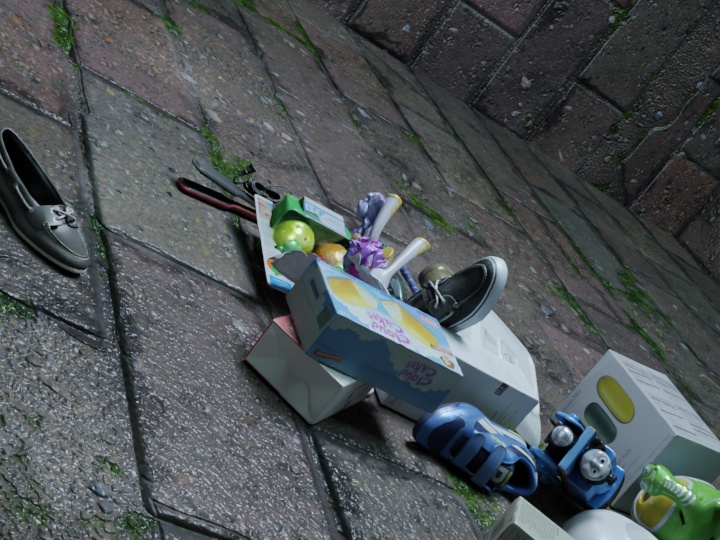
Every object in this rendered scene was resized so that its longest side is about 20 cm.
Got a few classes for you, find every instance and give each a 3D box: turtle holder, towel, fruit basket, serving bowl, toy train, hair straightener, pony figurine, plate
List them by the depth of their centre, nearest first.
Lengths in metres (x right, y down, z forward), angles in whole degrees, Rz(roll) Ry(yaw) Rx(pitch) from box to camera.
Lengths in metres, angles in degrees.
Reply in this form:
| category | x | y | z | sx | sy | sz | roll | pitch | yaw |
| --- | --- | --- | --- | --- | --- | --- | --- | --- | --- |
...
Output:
| category | x | y | z | sx | sy | sz | roll | pitch | yaw |
| --- | --- | --- | --- | --- | --- | --- | --- | --- | --- |
| serving bowl | 0.355 | 0.380 | 1.609 | 0.200 | 0.066 | 0.200 | 35 | 19 | -13 |
| pony figurine | 0.000 | 0.000 | 1.618 | 0.166 | 0.201 | 0.193 | 10 | -29 | 35 |
| toy train | 0.295 | 0.259 | 1.669 | 0.114 | 0.087 | 0.200 | 35 | -11 | 21 |
| turtle holder | 0.438 | 0.351 | 1.721 | 0.185 | 0.141 | 0.132 | 20 | 5 | -45 |
| fruit basket | -0.062 | -0.013 | 1.727 | 0.185 | 0.094 | 0.200 | 28 | 24 | -30 |
| hair straightener | -0.163 | -0.114 | 1.800 | 0.200 | 0.077 | 0.041 | 27 | 19 | -32 |
| towel | 0.106 | 0.087 | 1.826 | 0.145 | 0.024 | 0.200 | 60 | 2 | -34 |
| plate | 0.209 | 0.136 | 1.840 | 0.200 | 0.032 | 0.200 | 46 | 26 | -26 |

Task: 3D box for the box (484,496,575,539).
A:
| category | x | y | z | sx | sy | sz | roll | pitch | yaw |
| --- | --- | --- | --- | --- | --- | --- | --- | --- | --- |
| box | 0.237 | 0.357 | 1.434 | 0.200 | 0.068 | 0.082 | 39 | 18 | 3 |

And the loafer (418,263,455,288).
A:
| category | x | y | z | sx | sy | sz | roll | pitch | yaw |
| --- | --- | --- | --- | --- | --- | --- | --- | --- | --- |
| loafer | 0.158 | 0.076 | 1.941 | 0.200 | 0.076 | 0.068 | 44 | 26 | -25 |

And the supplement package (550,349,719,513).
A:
| category | x | y | z | sx | sy | sz | roll | pitch | yaw |
| --- | --- | --- | --- | --- | --- | --- | --- | --- | --- |
| supplement package | 0.428 | 0.257 | 1.908 | 0.150 | 0.152 | 0.200 | 24 | 23 | -36 |

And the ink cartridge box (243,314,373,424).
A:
| category | x | y | z | sx | sy | sz | roll | pitch | yaw |
| --- | --- | --- | --- | --- | --- | --- | --- | --- | --- |
| ink cartridge box | -0.041 | 0.107 | 1.510 | 0.116 | 0.068 | 0.200 | 43 | 18 | 13 |

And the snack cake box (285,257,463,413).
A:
| category | x | y | z | sx | sy | sz | roll | pitch | yaw |
| --- | --- | --- | --- | --- | --- | --- | --- | --- | --- |
| snack cake box | 0.017 | 0.078 | 1.475 | 0.200 | 0.067 | 0.115 | 28 | 22 | -31 |

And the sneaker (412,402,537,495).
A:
| category | x | y | z | sx | sy | sz | roll | pitch | yaw |
| --- | --- | --- | --- | --- | --- | --- | --- | --- | --- |
| sneaker | 0.153 | 0.229 | 1.579 | 0.199 | 0.074 | 0.082 | 25 | 24 | -33 |

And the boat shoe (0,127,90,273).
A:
| category | x | y | z | sx | sy | sz | roll | pitch | yaw |
| --- | --- | --- | --- | --- | --- | --- | --- | --- | --- |
| boat shoe | -0.358 | -0.080 | 1.374 | 0.200 | 0.057 | 0.067 | 45 | 19 | 22 |

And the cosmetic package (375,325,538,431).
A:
| category | x | y | z | sx | sy | sz | roll | pitch | yaw |
| --- | --- | --- | --- | --- | --- | --- | --- | --- | --- |
| cosmetic package | 0.123 | 0.152 | 1.647 | 0.199 | 0.113 | 0.081 | 26 | 21 | -29 |

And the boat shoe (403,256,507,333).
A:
| category | x | y | z | sx | sy | sz | roll | pitch | yaw |
| --- | --- | --- | --- | --- | --- | --- | --- | --- | --- |
| boat shoe | 0.110 | 0.045 | 1.647 | 0.071 | 0.200 | 0.072 | 20 | 42 | -34 |

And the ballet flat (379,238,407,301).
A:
| category | x | y | z | sx | sy | sz | roll | pitch | yaw |
| --- | --- | --- | --- | --- | --- | --- | --- | --- | --- |
| ballet flat | 0.020 | 0.014 | 1.886 | 0.074 | 0.074 | 0.200 | 30 | 18 | -22 |
